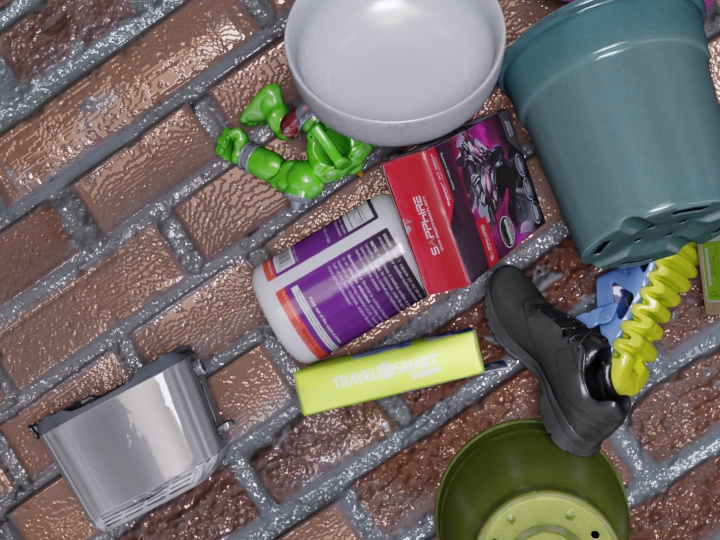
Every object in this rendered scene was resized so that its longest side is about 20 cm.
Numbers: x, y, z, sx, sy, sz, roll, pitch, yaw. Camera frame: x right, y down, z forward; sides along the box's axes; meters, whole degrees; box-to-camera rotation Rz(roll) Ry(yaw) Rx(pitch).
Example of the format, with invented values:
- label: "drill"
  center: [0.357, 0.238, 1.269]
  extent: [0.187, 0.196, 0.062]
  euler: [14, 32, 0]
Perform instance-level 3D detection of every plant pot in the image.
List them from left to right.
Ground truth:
- label: "plant pot"
  center: [0.168, 0.253, 0.977]
  extent: [0.199, 0.193, 0.202]
  euler: [0, 90, 4]
- label: "plant pot"
  center: [0.242, -0.118, 0.946]
  extent: [0.199, 0.200, 0.197]
  euler: [-14, 72, 5]

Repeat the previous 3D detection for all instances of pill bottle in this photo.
- label: "pill bottle"
  center: [0.000, 0.000, 1.033]
  extent: [0.199, 0.112, 0.113]
  euler: [-30, 87, 4]

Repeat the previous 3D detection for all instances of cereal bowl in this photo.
- label: "cereal bowl"
  center: [0.033, -0.194, 0.962]
  extent: [0.198, 0.083, 0.201]
  euler: [-2, 63, 4]

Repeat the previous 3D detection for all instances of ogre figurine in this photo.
- label: "ogre figurine"
  center: [-0.042, -0.144, 1.047]
  extent: [0.199, 0.098, 0.120]
  euler: [-31, 76, -8]

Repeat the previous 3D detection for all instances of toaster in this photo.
- label: "toaster"
  center: [-0.228, 0.172, 1.052]
  extent: [0.199, 0.114, 0.130]
  euler: [-27, 90, 2]

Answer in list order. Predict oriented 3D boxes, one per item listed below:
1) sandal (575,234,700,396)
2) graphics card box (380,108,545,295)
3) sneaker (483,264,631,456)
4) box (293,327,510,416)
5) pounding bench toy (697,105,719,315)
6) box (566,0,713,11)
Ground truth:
- label: "sandal"
  center: [0.269, 0.019, 1.032]
  extent: [0.087, 0.079, 0.201]
  euler: [23, 79, 42]
- label: "graphics card box"
  center: [0.102, -0.069, 0.976]
  extent: [0.051, 0.200, 0.126]
  euler: [-15, 99, 33]
- label: "sneaker"
  center: [0.193, 0.072, 1.000]
  extent: [0.076, 0.091, 0.201]
  euler: [-14, 65, -38]
- label: "box"
  center: [0.042, 0.095, 1.024]
  extent: [0.199, 0.122, 0.048]
  euler: [-13, 88, 5]
- label: "pounding bench toy"
  center: [0.412, -0.066, 0.975]
  extent: [0.155, 0.124, 0.202]
  euler: [-7, 89, -16]
- label: "box"
  center: [0.264, -0.355, 0.992]
  extent: [0.175, 0.097, 0.201]
  euler: [14, 76, 5]
